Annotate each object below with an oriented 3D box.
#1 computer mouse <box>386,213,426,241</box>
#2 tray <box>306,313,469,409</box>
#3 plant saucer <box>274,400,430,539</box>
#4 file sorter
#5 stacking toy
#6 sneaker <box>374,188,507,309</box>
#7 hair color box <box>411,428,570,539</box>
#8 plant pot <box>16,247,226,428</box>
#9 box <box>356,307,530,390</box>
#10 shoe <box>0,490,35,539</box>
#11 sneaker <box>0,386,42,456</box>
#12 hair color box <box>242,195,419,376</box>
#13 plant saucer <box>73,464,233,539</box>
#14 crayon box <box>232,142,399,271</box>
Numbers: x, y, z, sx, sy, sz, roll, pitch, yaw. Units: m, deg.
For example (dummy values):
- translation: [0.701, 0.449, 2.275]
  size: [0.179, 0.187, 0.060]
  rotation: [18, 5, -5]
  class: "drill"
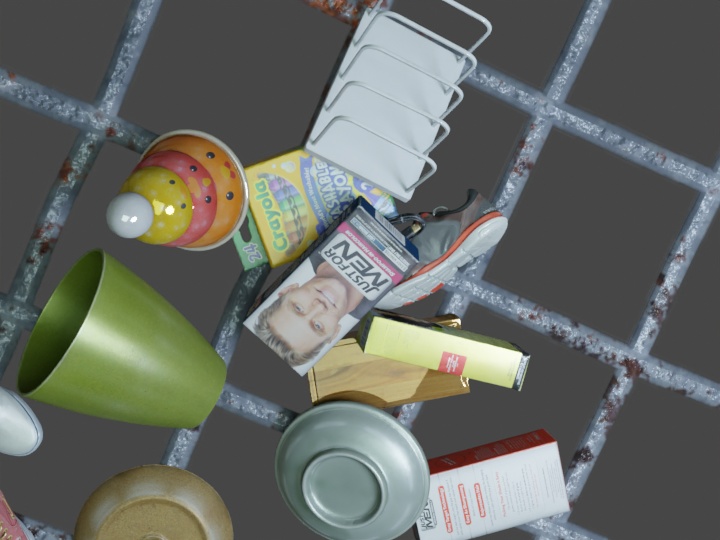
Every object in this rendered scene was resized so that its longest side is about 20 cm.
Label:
- translation: [0.000, 0.000, 1.374]
  size: [0.200, 0.034, 0.059]
  rotation: [-41, 116, 19]
  class: "computer mouse"
- translation: [0.032, 0.122, 1.427]
  size: [0.200, 0.037, 0.099]
  rotation: [-10, 100, -6]
  class: "tray"
- translation: [-0.016, 0.260, 1.397]
  size: [0.200, 0.050, 0.200]
  rotation: [4, 109, 13]
  class: "plant saucer"
- translation: [0.047, -0.209, 1.302]
  size: [0.139, 0.125, 0.200]
  rotation: [26, 72, -11]
  class: "file sorter"
- translation: [-0.221, -0.072, 1.264]
  size: [0.146, 0.200, 0.146]
  rotation: [4, 107, 15]
  class: "stacking toy"
- translation: [0.084, -0.027, 1.407]
  size: [0.200, 0.077, 0.082]
  rotation: [-35, 71, 4]
  class: "sneaker"
- translation: [0.159, 0.281, 1.457]
  size: [0.200, 0.061, 0.102]
  rotation: [-13, 101, -7]
  class: "hair color box"
- translation: [-0.264, 0.102, 1.323]
  size: [0.200, 0.187, 0.187]
  rotation: [31, 93, -27]
  class: "plant pot"
- translation: [0.099, 0.094, 1.378]
  size: [0.200, 0.075, 0.050]
  rotation: [15, 96, -11]
  class: "box"
- translation: [-0.449, 0.310, 1.356]
  size: [0.071, 0.091, 0.200]
  rotation: [-22, 101, -5]
  class: "shoe"
- translation: [-0.466, 0.156, 1.340]
  size: [0.200, 0.071, 0.073]
  rotation: [40, 91, -12]
  class: "sneaker"
- translation: [-0.034, 0.019, 1.336]
  size: [0.100, 0.061, 0.200]
  rotation: [43, 103, -10]
  class: "hair color box"
- translation: [-0.259, 0.344, 1.418]
  size: [0.200, 0.035, 0.201]
  rotation: [-1, 98, -8]
  class: "plant saucer"
- translation: [-0.067, -0.086, 1.373]
  size: [0.200, 0.052, 0.126]
  rotation: [-21, 101, -4]
  class: "crayon box"
